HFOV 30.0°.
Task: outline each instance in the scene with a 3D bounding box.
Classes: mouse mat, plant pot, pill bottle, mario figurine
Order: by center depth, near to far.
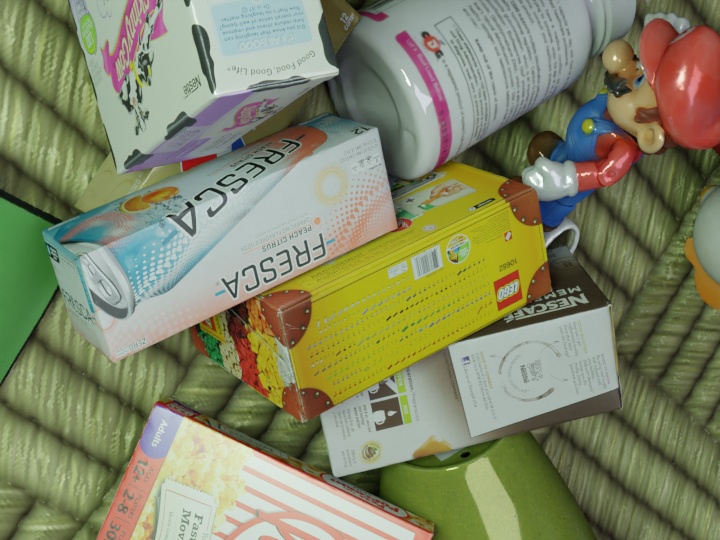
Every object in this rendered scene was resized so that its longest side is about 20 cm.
[{"bbox_3d":[-0.236,0.049,0.751,0.202,0.007,0.161,-60,164,-3],"label":"mouse mat"},{"bbox_3d":[0.084,-0.155,0.904,0.199,0.113,0.114,-32,120,-22],"label":"pill bottle"},{"bbox_3d":[0.165,-0.111,0.913,0.105,0.200,0.125,9,63,-28],"label":"mario figurine"},{"bbox_3d":[0.085,0.193,0.963,0.186,0.186,0.202,-29,118,-24],"label":"plant pot"}]

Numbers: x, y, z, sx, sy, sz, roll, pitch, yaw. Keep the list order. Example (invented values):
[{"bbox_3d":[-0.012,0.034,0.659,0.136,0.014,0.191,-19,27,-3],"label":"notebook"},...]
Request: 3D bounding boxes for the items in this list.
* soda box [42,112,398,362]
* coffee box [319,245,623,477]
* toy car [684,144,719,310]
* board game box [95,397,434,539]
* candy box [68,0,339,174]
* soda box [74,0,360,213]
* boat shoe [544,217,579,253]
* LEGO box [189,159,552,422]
[{"bbox_3d":[-0.077,-0.024,0.780,0.198,0.063,0.069,-26,117,-25],"label":"soda box"},{"bbox_3d":[0.065,0.059,0.909,0.197,0.115,0.081,-13,113,-2],"label":"coffee box"},{"bbox_3d":[0.319,-0.061,1.095,0.183,0.177,0.201,-6,136,-46],"label":"toy car"},{"bbox_3d":[-0.071,0.194,0.874,0.198,0.046,0.153,24,91,4],"label":"board game box"},{"bbox_3d":[-0.100,-0.169,0.700,0.071,0.167,0.203,-15,88,-28],"label":"candy box"},{"bbox_3d":[-0.088,-0.099,0.831,0.064,0.068,0.201,37,83,-35],"label":"soda box"},{"bbox_3d":[0.103,0.045,1.004,0.070,0.069,0.202,21,92,-38],"label":"boat shoe"},{"bbox_3d":[0.000,0.000,0.871,0.198,0.148,0.078,-25,117,-25],"label":"LEGO box"}]
